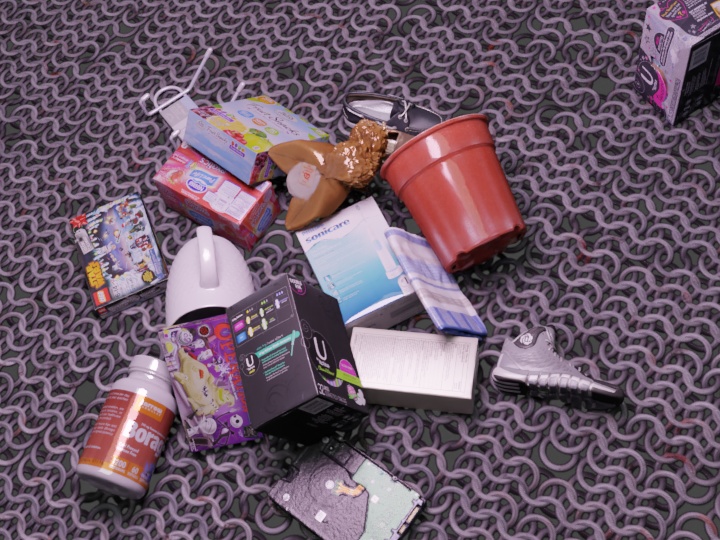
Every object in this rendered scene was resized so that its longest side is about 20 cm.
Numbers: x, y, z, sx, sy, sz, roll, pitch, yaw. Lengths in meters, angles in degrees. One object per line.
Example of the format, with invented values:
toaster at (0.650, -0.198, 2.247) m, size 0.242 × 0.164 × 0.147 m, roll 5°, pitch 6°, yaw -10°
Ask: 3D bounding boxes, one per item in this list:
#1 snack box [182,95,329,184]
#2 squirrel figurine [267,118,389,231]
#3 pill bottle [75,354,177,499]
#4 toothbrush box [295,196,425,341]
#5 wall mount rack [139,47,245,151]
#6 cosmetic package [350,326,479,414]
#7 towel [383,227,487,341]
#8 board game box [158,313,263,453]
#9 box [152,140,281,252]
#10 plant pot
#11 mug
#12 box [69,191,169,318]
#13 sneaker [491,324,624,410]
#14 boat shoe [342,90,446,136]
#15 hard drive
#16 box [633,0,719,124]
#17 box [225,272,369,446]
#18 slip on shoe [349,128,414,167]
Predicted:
snack box at (-0.181, -0.234, 1.682) m, size 0.168 × 0.068 × 0.199 m, roll 34°, pitch 32°, yaw 24°
squirrel figurine at (-0.029, -0.167, 1.614) m, size 0.199 × 0.186 × 0.143 m, roll -21°, pitch 86°, yaw 29°
pill bottle at (-0.350, 0.239, 1.479) m, size 0.111 × 0.112 × 0.201 m, roll 11°, pitch 64°, yaw 14°
toothbrush box at (0.000, 0.000, 1.574) m, size 0.145 × 0.085 × 0.201 m, roll -26°, pitch 61°, yaw -5°
wall mount rack at (-0.311, -0.317, 1.802) m, size 0.173 × 0.075 × 0.200 m, roll -36°, pitch 63°, yaw -12°
cosmetic package at (0.080, 0.154, 1.484) m, size 0.198 × 0.073 × 0.104 m, roll 6°, pitch 63°, yaw 11°
towel at (0.120, 0.020, 1.520) m, size 0.024 × 0.146 × 0.201 m, roll -41°, pitch 59°, yaw 23°
board game box at (-0.228, 0.174, 1.474) m, size 0.119 × 0.032 × 0.202 m, roll -13°, pitch 102°, yaw -2°
box at (-0.250, -0.132, 1.678) m, size 0.199 × 0.096 × 0.100 m, roll 27°, pitch 67°, yaw 21°
plant pot at (0.162, -0.115, 1.550) m, size 0.199 × 0.201 × 0.196 m, roll -25°, pitch 76°, yaw -6°
mug at (-0.242, 0.019, 1.537) m, size 0.146 × 0.201 × 0.176 m, roll -5°, pitch 49°, yaw -8°
box at (-0.421, -0.030, 1.680) m, size 0.136 × 0.040 × 0.201 m, roll -24°, pitch 61°, yaw -4°
sneaker at (0.306, 0.137, 1.460) m, size 0.198 × 0.075 × 0.116 m, roll 10°, pitch 61°, yaw 15°
boat shoe at (0.060, -0.280, 1.734) m, size 0.198 × 0.060 × 0.076 m, roll 7°, pitch 62°, yaw 12°
hard drive at (-0.020, 0.339, 1.417) m, size 0.199 × 0.038 × 0.140 m, roll 31°, pitch 70°, yaw 23°
box at (0.556, -0.373, 1.630) m, size 0.131 × 0.201 × 0.115 m, roll -31°, pitch 59°, yaw -9°
box at (-0.094, 0.133, 1.416) m, size 0.124 × 0.148 × 0.201 m, roll -29°, pitch 58°, yaw 20°
slip on shoe at (0.074, -0.215, 1.696) m, size 0.198 × 0.061 × 0.077 m, roll 16°, pitch 65°, yaw 17°
